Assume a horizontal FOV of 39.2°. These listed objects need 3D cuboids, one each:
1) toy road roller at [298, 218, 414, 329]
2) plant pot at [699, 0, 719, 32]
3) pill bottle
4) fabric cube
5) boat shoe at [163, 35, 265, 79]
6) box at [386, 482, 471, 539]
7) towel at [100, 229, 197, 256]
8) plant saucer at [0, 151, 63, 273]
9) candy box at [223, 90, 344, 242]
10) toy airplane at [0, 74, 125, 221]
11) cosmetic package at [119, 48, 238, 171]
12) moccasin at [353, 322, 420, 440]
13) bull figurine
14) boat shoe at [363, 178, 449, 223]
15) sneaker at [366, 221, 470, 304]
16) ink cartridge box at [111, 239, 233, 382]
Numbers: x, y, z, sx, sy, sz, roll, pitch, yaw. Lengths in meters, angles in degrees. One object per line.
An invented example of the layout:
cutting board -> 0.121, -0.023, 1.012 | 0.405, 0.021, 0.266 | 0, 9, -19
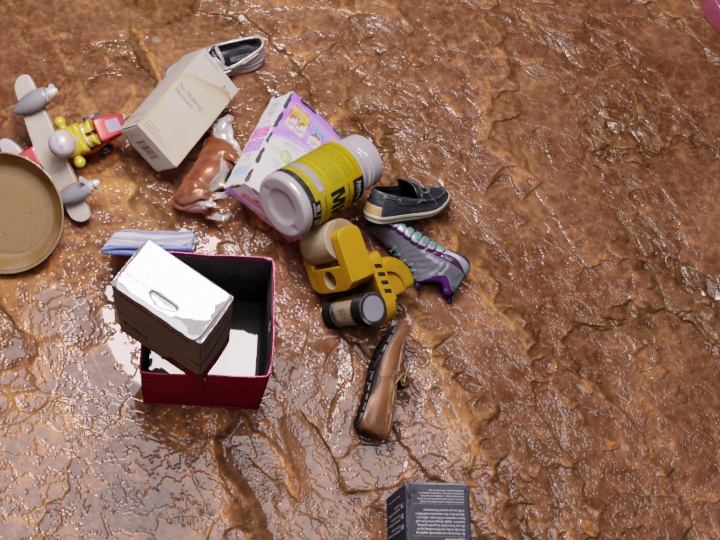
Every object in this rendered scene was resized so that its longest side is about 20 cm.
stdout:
toy road roller -> 0.000, 0.000, 1.714 | 0.146, 0.123, 0.201 | -26, 100, -35
plant pot -> 0.827, -0.598, 2.079 | 0.199, 0.179, 0.201 | 3, 69, -8
pill bottle -> -0.062, -0.146, 1.686 | 0.200, 0.114, 0.114 | -35, 77, -36
fabric cube -> -0.242, 0.100, 1.602 | 0.199, 0.200, 0.197 | 3, 67, -8
boat shoe -> -0.269, -0.388, 1.862 | 0.199, 0.065, 0.074 | -27, 76, -19
box -> 0.104, 0.438, 1.558 | 0.104, 0.148, 0.201 | 3, 69, -10
towel -> -0.342, -0.045, 1.654 | 0.146, 0.200, 0.024 | 1, 98, -8
plant saucer -> -0.584, -0.096, 1.670 | 0.199, 0.035, 0.201 | 0, 100, 0
candy box -> -0.120, -0.178, 1.761 | 0.168, 0.071, 0.201 | 40, 62, -32
toy airplane -> -0.515, -0.207, 1.705 | 0.199, 0.141, 0.200 | 23, 86, -15
cosmetic package -> -0.314, -0.280, 1.764 | 0.104, 0.073, 0.200 | 48, 60, -29
moccasin -> 0.051, 0.183, 1.690 | 0.077, 0.074, 0.202 | 21, 63, -11
bull figurine -> -0.249, -0.178, 1.778 | 0.121, 0.065, 0.201 | 20, 70, 19
boat shoe -> 0.088, -0.130, 1.790 | 0.199, 0.063, 0.074 | -14, 32, -41
sneaker -> 0.091, -0.019, 1.780 | 0.199, 0.074, 0.088 | 26, 78, 5
ink cartridge box -> -0.256, 0.061, 1.399 | 0.145, 0.200, 0.083 | 34, 67, 4
